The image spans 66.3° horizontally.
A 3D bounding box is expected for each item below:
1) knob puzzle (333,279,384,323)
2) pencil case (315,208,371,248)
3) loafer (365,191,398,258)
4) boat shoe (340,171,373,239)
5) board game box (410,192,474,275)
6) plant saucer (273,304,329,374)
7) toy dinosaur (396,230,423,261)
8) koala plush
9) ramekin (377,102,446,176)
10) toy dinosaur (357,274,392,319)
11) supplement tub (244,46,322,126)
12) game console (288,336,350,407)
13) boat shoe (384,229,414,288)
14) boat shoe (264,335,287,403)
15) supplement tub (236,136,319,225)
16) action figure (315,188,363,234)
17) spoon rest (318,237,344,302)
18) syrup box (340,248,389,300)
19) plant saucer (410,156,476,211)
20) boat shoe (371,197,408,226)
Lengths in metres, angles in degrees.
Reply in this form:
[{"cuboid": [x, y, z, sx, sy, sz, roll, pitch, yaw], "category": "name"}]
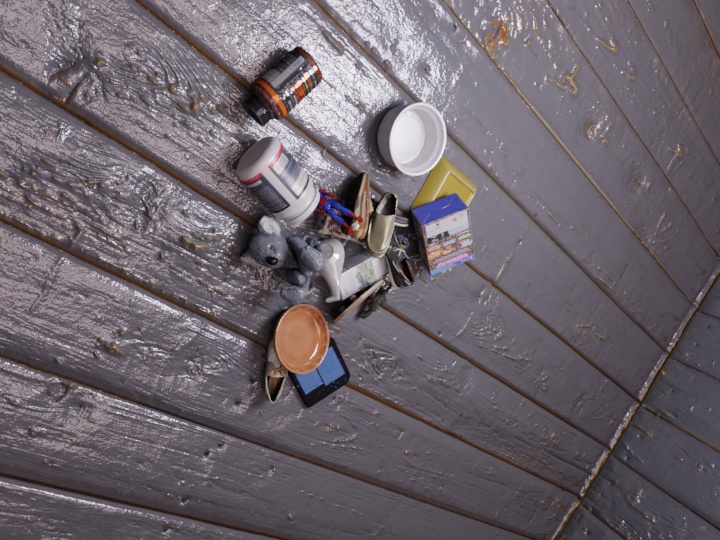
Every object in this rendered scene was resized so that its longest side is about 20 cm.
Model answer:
[{"cuboid": [-0.010, 0.084, 1.654, 0.219, 0.220, 0.031, -39, 86, -13], "category": "knob puzzle"}, {"cuboid": [-0.039, -0.124, 1.602, 0.197, 0.077, 0.091, 14, 61, -34], "category": "pencil case"}, {"cuboid": [0.061, -0.137, 1.570, 0.074, 0.068, 0.204, 12, 76, 3], "category": "loafer"}, {"cuboid": [-0.003, -0.178, 1.561, 0.073, 0.075, 0.204, 27, 62, -31], "category": "boat shoe"}, {"cuboid": [0.260, -0.112, 1.732, 0.156, 0.097, 0.203, -20, 130, -5], "category": "board game box"}, {"cuboid": [-0.178, 0.202, 1.633, 0.197, 0.037, 0.205, 4, 85, -42], "category": "plant saucer"}, {"cuboid": [0.128, -0.046, 1.754, 0.104, 0.199, 0.183, -33, 156, -40], "category": "toy dinosaur"}, {"cuboid": [-0.216, -0.043, 1.499, 0.197, 0.185, 0.179, 22, 118, -17], "category": "koala plush"}, {"cuboid": [0.144, -0.386, 1.607, 0.197, 0.097, 0.205, -11, 113, -27], "category": "ramekin"}, {"cuboid": [0.065, 0.079, 1.737, 0.201, 0.047, 0.088, -56, 172, 29], "category": "toy dinosaur"}, {"cuboid": [-0.195, -0.453, 1.377, 0.200, 0.107, 0.107, -45, 124, -8], "category": "supplement tub"}, {"cuboid": [-0.132, 0.318, 1.743, 0.175, 0.031, 0.203, -33, 120, -17], "category": "game console"}, {"cuboid": [0.109, -0.047, 1.632, 0.071, 0.067, 0.204, -26, 102, -43], "category": "boat shoe"}, {"cuboid": [-0.246, 0.294, 1.635, 0.073, 0.068, 0.205, 3, 106, -12], "category": "boat shoe"}, {"cuboid": [-0.211, -0.230, 1.428, 0.141, 0.140, 0.200, -47, 124, -7], "category": "supplement tub"}, {"cuboid": [-0.082, -0.174, 1.501, 0.066, 0.199, 0.051, -57, 150, 7], "category": "action figure"}, {"cuboid": [-0.088, 0.000, 1.579, 0.097, 0.204, 0.061, -12, 156, 8], "category": "spoon rest"}, {"cuboid": [0.000, 0.000, 1.673, 0.197, 0.081, 0.080, -29, 117, -18], "category": "syrup box"}, {"cuboid": [0.282, -0.229, 1.777, 0.198, 0.048, 0.202, 29, 92, -35], "category": "plant saucer"}, {"cuboid": [0.071, -0.184, 1.654, 0.197, 0.073, 0.064, 17, 99, -28], "category": "boat shoe"}]
